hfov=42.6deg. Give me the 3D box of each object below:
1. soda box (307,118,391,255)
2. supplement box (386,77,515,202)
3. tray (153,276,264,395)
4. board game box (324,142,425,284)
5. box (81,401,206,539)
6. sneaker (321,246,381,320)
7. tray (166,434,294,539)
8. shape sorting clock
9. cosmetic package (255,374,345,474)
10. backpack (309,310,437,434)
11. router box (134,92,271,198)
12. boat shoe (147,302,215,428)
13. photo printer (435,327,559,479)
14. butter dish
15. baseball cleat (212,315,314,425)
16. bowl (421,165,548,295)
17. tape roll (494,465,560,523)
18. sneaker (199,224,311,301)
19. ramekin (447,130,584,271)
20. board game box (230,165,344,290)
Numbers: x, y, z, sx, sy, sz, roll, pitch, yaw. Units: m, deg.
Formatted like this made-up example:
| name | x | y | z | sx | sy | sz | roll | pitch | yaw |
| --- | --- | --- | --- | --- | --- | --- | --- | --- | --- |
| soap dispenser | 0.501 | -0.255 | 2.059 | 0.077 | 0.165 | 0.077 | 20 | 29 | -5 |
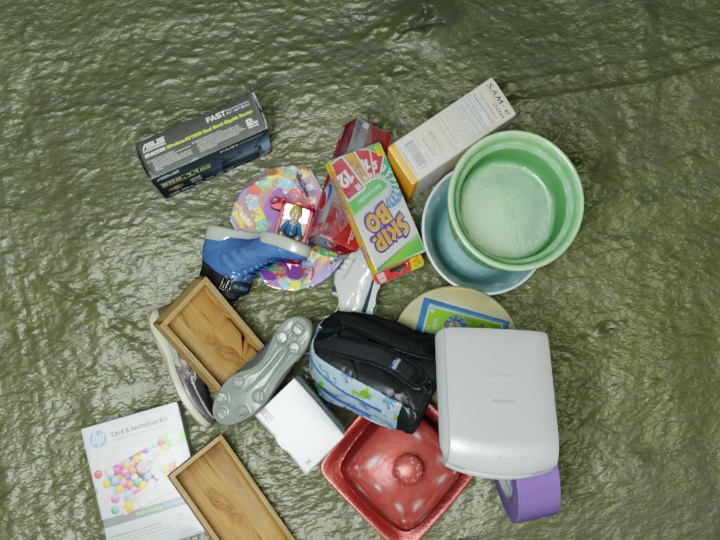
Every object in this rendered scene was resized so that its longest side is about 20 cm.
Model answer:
| name | x | y | z | sx | sy | sz | roll | pitch | yaw |
| --- | --- | --- | --- | --- | --- | --- | --- | --- | --- |
| soda box | -0.017 | -0.131 | 1.458 | 0.069 | 0.063 | 0.203 | 23 | 77 | -22 |
| supplement box | 0.138 | -0.204 | 1.459 | 0.198 | 0.126 | 0.074 | -34 | 84 | -7 |
| tray | -0.210 | 0.118 | 1.394 | 0.099 | 0.037 | 0.201 | -48 | 116 | -24 |
| board game box | 0.027 | -0.087 | 1.413 | 0.094 | 0.030 | 0.203 | -22 | 90 | -25 |
| box | -0.328 | 0.320 | 1.419 | 0.153 | 0.041 | 0.204 | -14 | 83 | -5 |
| sneaker | 0.000 | 0.000 | 1.458 | 0.079 | 0.076 | 0.204 | 15 | 81 | 8 |
| tray | -0.195 | 0.361 | 1.398 | 0.098 | 0.037 | 0.201 | -36 | 92 | -24 |
| shape sorting clock | 0.148 | 0.116 | 1.426 | 0.196 | 0.039 | 0.204 | 3 | 115 | 7 |
| cosmetic package | -0.084 | 0.221 | 1.359 | 0.081 | 0.200 | 0.113 | -42 | 89 | -5 |
| backpack | 0.016 | 0.142 | 1.368 | 0.197 | 0.155 | 0.164 | 27 | 52 | 5 |
| router box | -0.236 | -0.189 | 1.430 | 0.197 | 0.150 | 0.063 | -25 | 85 | -5 |
| boat shoe | -0.264 | 0.142 | 1.429 | 0.064 | 0.072 | 0.202 | -28 | 79 | 0 |
| photo printer | 0.184 | 0.181 | 1.254 | 0.163 | 0.070 | 0.203 | 4 | 61 | -5 |
| butter dish | 0.066 | 0.294 | 1.384 | 0.199 | 0.148 | 0.200 | 43 | 83 | 2 |
| baseball cleat | -0.135 | 0.152 | 1.380 | 0.200 | 0.106 | 0.070 | -45 | 82 | 4 |
| bowl | 0.188 | -0.058 | 1.453 | 0.196 | 0.105 | 0.205 | 0 | 83 | -3 |
| tape roll | 0.234 | 0.265 | 1.367 | 0.064 | 0.200 | 0.204 | -12 | 83 | -4 |
| sneaker | -0.166 | -0.002 | 1.420 | 0.197 | 0.076 | 0.113 | 8 | 84 | 29 |
| ramekin | 0.219 | -0.094 | 1.358 | 0.196 | 0.098 | 0.204 | 0 | 82 | -2 |
| board game box | -0.114 | -0.071 | 1.474 | 0.156 | 0.039 | 0.202 | -29 | 84 | -6 |
